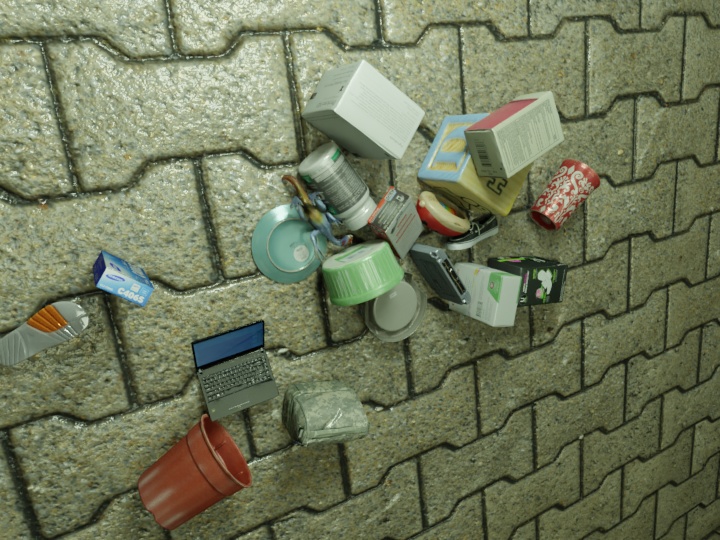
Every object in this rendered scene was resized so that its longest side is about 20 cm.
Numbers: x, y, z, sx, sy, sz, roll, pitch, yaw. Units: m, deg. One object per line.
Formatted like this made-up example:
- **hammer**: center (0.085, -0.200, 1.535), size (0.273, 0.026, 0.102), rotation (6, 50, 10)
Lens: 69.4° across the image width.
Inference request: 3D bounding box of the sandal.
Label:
- **sandal**: center (-0.646, 0.123, 1.064), size (0.206, 0.059, 0.079), rotation (-27, 97, 2)

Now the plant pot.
- **plant pot**: center (-0.392, 0.478, 1.214), size (0.195, 0.201, 0.201), rotation (-35, 116, -8)

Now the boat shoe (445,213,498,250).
- **boat shoe**: center (0.324, -0.117, 1.514), size (0.199, 0.074, 0.068), rotation (-21, 115, -23)

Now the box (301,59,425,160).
- **box**: center (0.002, -0.363, 1.210), size (0.200, 0.199, 0.131), rotation (30, 87, -30)

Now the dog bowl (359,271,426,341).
- **dog bowl**: center (0.087, 0.094, 1.447), size (0.199, 0.059, 0.201), rotation (-7, 105, -27)

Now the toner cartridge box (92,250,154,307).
- **toner cartridge box**: center (-0.477, 0.013, 1.041), size (0.095, 0.200, 0.043), rotation (30, 86, -31)

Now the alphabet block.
- **alphabet block**: center (0.310, -0.283, 1.401), size (0.200, 0.195, 0.197), rotation (27, 90, -31)

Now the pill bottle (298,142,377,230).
- **pill bottle**: center (-0.050, -0.201, 1.271), size (0.113, 0.113, 0.200), rotation (-46, 118, -12)

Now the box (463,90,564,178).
- **box**: center (0.369, -0.325, 1.251), size (0.200, 0.109, 0.128), rotation (-34, 115, -18)

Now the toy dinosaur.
- **toy dinosaur**: center (-0.089, -0.131, 1.272), size (0.105, 0.201, 0.182), rotation (-25, 151, 10)

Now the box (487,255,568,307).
- **box**: center (0.508, 0.029, 1.606), size (0.199, 0.148, 0.125), rotation (-3, 105, -28)

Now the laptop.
- **laptop**: center (-0.294, 0.240, 1.245), size (0.177, 0.103, 0.201), rotation (-17, 89, -23)

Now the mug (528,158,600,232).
- **mug**: center (0.644, -0.216, 1.635), size (0.200, 0.133, 0.177), rotation (-49, 117, -6)

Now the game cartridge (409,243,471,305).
- **game cartridge**: center (0.219, 0.008, 1.454), size (0.040, 0.133, 0.200), rotation (-46, 119, -19)

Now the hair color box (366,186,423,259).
- **hair color box**: center (0.094, -0.118, 1.340), size (0.111, 0.064, 0.200), rotation (-55, 157, -7)

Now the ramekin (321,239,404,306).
- **ramekin**: center (0.000, 0.000, 1.302), size (0.199, 0.200, 0.098), rotation (-28, 106, -20)

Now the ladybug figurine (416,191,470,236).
- **ladybug figurine**: center (0.220, -0.149, 1.427), size (0.200, 0.136, 0.072), rotation (19, 123, -41)

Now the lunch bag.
- **lunch bag**: center (-0.093, 0.382, 1.354), size (0.199, 0.168, 0.140), rotation (4, 100, -28)

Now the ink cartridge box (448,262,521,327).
- **ink cartridge box**: center (0.354, 0.065, 1.503), size (0.087, 0.200, 0.146), rotation (1, 101, -32)

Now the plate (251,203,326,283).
- **plate**: center (-0.170, -0.064, 1.290), size (0.199, 0.026, 0.201), rotation (-6, 104, -27)
